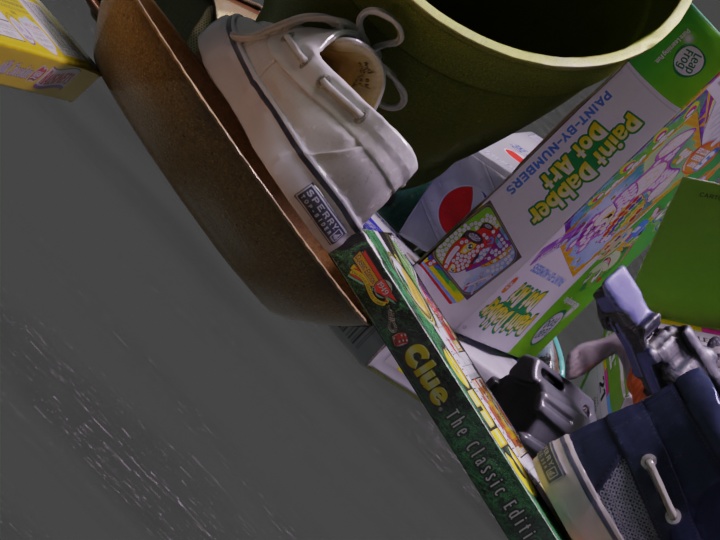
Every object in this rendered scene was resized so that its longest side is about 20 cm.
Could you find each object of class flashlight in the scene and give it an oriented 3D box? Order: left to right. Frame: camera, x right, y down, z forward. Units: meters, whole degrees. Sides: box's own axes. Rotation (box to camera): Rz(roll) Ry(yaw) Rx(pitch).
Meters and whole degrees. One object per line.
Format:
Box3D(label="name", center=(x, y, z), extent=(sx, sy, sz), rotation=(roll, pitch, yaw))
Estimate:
Box3D(label="flashlight", center=(0.131, 0.125, 1.455), extent=(0.200, 0.068, 0.068), rotation=(36, 30, -38))

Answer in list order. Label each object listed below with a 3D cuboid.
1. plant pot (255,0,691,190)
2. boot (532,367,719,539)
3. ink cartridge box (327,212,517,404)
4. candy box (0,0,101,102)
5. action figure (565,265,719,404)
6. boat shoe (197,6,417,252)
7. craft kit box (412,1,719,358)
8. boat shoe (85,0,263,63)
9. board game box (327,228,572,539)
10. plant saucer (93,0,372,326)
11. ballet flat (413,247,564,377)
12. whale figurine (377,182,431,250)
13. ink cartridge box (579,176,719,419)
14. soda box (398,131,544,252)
Box3D(label="plant pot", center=(0.037, -0.139, 1.387), extent=(0.200, 0.200, 0.193), rotation=(46, -37, 4))
Box3D(label="boot", center=(0.162, 0.138, 1.274), extent=(0.200, 0.090, 0.073), rotation=(56, 8, -33))
Box3D(label="ink cartridge box", center=(0.000, 0.000, 1.465), extent=(0.198, 0.047, 0.200), rotation=(48, 4, 31))
Box3D(label="candy box", center=(-0.167, -0.118, 1.154), extent=(0.102, 0.026, 0.200), rotation=(46, 5, 5))
Box3D(label="action figure", center=(0.180, 0.059, 1.342), extent=(0.200, 0.105, 0.193), rotation=(59, -19, -19))
Box3D(label="boat shoe", center=(-0.015, -0.084, 1.275), extent=(0.075, 0.086, 0.202), rotation=(54, 2, -26))
Box3D(label="craft kit box", center=(0.126, -0.041, 1.452), extent=(0.049, 0.197, 0.200), rotation=(50, 8, 14))
Box3D(label="boat shoe", center=(-0.077, -0.121, 1.552), extent=(0.200, 0.076, 0.074), rotation=(30, 13, 14))
Box3D(label="board game box", center=(0.053, 0.070, 1.266), extent=(0.200, 0.023, 0.105), rotation=(58, 9, 4))
Box3D(label="plant saucer", center=(-0.065, -0.048, 1.248), extent=(0.200, 0.035, 0.200), rotation=(55, 2, -2))
Box3D(label="ballet flat", center=(0.064, 0.034, 1.637), extent=(0.074, 0.074, 0.200), rotation=(44, 4, -20))
Box3D(label="whale figurine", center=(-0.020, -0.098, 1.655), extent=(0.200, 0.104, 0.159), rotation=(48, 5, -16))
Box3D(label="ink cartridge box", center=(0.209, 0.058, 1.507), extent=(0.147, 0.200, 0.076), rotation=(12, 40, -9))
Box3D(label="soda box", center=(0.088, -0.037, 1.639), extent=(0.063, 0.068, 0.200), rotation=(34, 12, 10))
